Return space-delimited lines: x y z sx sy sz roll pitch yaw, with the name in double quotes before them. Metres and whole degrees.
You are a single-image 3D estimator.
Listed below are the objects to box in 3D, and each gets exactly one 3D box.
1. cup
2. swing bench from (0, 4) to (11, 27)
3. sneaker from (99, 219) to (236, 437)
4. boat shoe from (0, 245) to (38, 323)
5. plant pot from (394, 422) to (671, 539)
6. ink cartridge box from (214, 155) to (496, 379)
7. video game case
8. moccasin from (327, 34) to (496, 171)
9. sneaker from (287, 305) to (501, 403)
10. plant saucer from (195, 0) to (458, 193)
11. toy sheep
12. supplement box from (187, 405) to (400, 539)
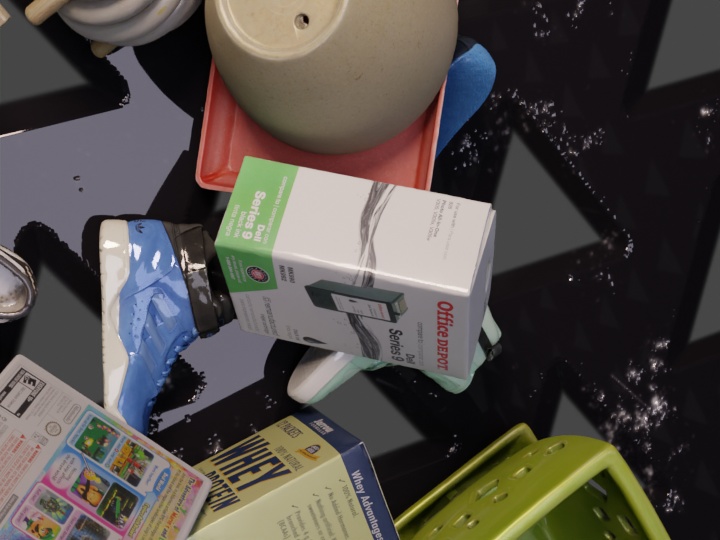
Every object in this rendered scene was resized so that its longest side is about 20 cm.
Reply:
"cup" -0.037 -0.193 0.925 0.197 0.143 0.204 0 90 15
"swing bench" -0.352 -0.202 0.844 0.130 0.200 0.199 -43 109 -2
"sneaker" -0.153 0.060 1.011 0.109 0.077 0.204 -1 90 -12
"boat shoe" -0.337 -0.012 0.939 0.198 0.060 0.075 28 87 -22
"plant pot" 0.146 0.264 1.097 0.199 0.181 0.201 -35 108 -14
"ink cartridge box" 0.000 0.000 0.977 0.197 0.147 0.085 11 62 11
"video game case" -0.209 0.162 0.879 0.181 0.201 0.024 35 116 -6
"moccasin" 0.034 -0.116 1.065 0.199 0.068 0.080 -38 123 10
"sneaker" 0.038 0.079 1.088 0.199 0.074 0.119 -38 105 -15
"plant saucer" -0.024 -0.153 1.013 0.197 0.037 0.203 9 92 16
"toy sheep" -0.178 -0.229 0.929 0.135 0.200 0.141 -1 88 17
"supplement box" -0.071 0.256 1.034 0.198 0.134 0.203 -25 105 -16
